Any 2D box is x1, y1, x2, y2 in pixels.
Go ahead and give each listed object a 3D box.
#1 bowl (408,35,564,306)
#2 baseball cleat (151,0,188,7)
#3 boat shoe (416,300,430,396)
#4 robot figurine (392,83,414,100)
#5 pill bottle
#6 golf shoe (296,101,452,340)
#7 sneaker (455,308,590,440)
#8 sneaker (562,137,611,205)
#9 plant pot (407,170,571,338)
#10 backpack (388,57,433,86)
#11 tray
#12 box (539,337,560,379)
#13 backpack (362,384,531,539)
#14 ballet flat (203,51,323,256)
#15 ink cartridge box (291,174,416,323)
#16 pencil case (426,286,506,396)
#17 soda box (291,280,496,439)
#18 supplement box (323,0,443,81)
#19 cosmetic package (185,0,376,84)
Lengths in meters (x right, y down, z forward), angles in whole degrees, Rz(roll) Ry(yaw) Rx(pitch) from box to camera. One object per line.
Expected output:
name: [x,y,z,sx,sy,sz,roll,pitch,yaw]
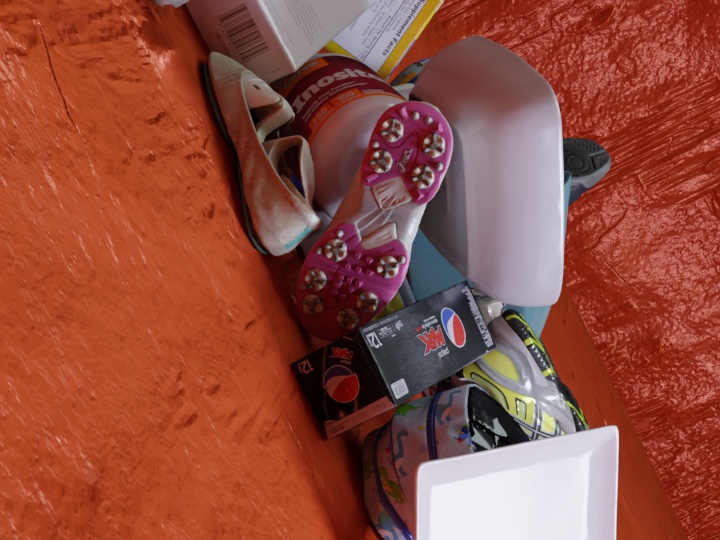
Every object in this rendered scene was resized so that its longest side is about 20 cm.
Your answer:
bowl: [0.098,-0.079,1.138,0.200,0.074,0.202,-129,-149,-59]
baseball cleat: [-0.154,-0.289,1.091,0.107,0.069,0.201,57,14,-31]
boat shoe: [0.110,0.109,1.358,0.071,0.090,0.202,34,33,-66]
robot figurine: [0.063,-0.123,1.337,0.171,0.198,0.114,59,-35,30]
pill bottle: [-0.016,-0.120,1.169,0.113,0.112,0.200,57,-3,-30]
golf shoe: [0.015,-0.038,1.049,0.075,0.201,0.092,30,16,0]
sneaker: [0.151,0.129,1.183,0.201,0.076,0.076,58,9,-14]
sneaker: [0.204,-0.076,1.578,0.076,0.199,0.115,41,-31,24]
plant pot: [0.134,0.006,1.434,0.142,0.140,0.202,-54,148,-47]
backpack: [0.073,-0.154,1.520,0.135,0.183,0.200,49,10,29]
tray: [0.108,0.173,0.964,0.198,0.022,0.109,-4,99,-38]
box: [0.161,0.085,1.616,0.202,0.085,0.164,65,14,4]
backpack: [0.087,0.178,1.056,0.201,0.152,0.165,69,19,-52]
ballet flat: [-0.072,-0.101,1.080,0.067,0.062,0.202,39,28,-57]
ink cartridge box: [0.000,0.000,1.226,0.202,0.047,0.197,69,14,7]
pencil case: [0.106,0.112,1.234,0.089,0.077,0.203,-12,97,-38]
soda box: [0.031,0.066,1.056,0.199,0.070,0.064,-19,81,-61]
supplement box: [-0.026,-0.292,1.360,0.199,0.109,0.110,35,18,-9]
cosmetic package: [-0.061,-0.246,1.211,0.102,0.073,0.200,61,36,-16]
